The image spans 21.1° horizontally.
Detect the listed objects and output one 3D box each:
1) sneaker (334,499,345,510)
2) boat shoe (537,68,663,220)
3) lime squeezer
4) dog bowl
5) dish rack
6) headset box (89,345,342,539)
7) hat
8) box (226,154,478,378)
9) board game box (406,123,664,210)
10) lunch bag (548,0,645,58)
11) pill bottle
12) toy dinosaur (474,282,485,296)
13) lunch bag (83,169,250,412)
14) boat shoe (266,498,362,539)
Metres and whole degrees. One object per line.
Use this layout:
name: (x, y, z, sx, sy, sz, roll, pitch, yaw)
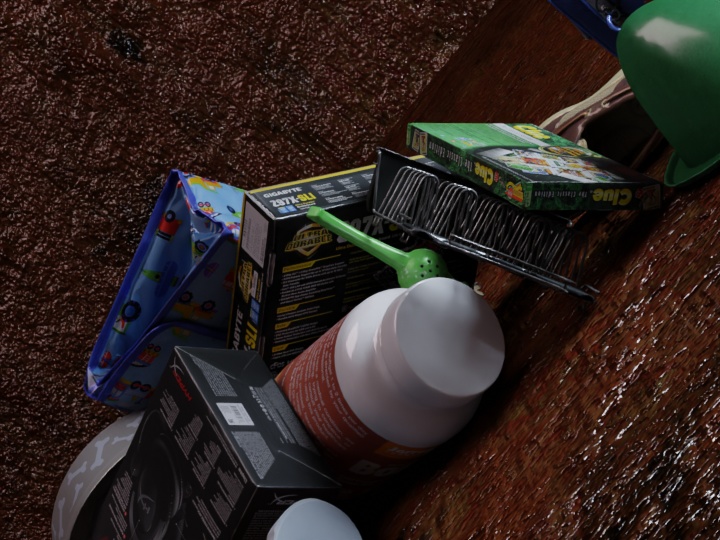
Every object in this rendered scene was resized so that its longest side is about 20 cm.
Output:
sneaker: (-0.038, 0.141, 1.495, 0.201, 0.070, 0.094, -76, 8, -45)
boat shoe: (0.169, -0.084, 1.422, 0.200, 0.072, 0.072, -39, 10, 32)
lime squeezer: (0.045, 0.017, 1.387, 0.070, 0.200, 0.038, -9, 54, 40)
dog bowl: (-0.150, 0.192, 1.504, 0.200, 0.200, 0.059, -51, 41, -4)
dish rack: (0.084, -0.028, 1.313, 0.200, 0.152, 0.055, -136, 66, -79)
headset box: (-0.110, 0.178, 1.368, 0.149, 0.077, 0.201, 53, 128, 43)
hat: (0.189, -0.168, 1.260, 0.166, 0.176, 0.200, -55, 8, -33)
box: (0.000, 0.000, 1.457, 0.199, 0.049, 0.161, -14, -53, -30)
board game box: (0.117, -0.074, 1.341, 0.200, 0.104, 0.024, -143, 53, -64)
lunch bag: (0.238, -0.260, 1.621, 0.132, 0.136, 0.200, -45, 10, 41)
pill bottle: (0.017, 0.081, 1.351, 0.112, 0.112, 0.200, -55, 8, -34)
toy dinosaur: (0.048, 0.033, 1.597, 0.101, 0.058, 0.200, -48, -17, 24)
lunch bag: (-0.119, 0.041, 1.506, 0.201, 0.150, 0.094, -58, 46, 17)
boat shoe: (-0.050, 0.230, 1.206, 0.086, 0.074, 0.203, -50, 16, 30)
